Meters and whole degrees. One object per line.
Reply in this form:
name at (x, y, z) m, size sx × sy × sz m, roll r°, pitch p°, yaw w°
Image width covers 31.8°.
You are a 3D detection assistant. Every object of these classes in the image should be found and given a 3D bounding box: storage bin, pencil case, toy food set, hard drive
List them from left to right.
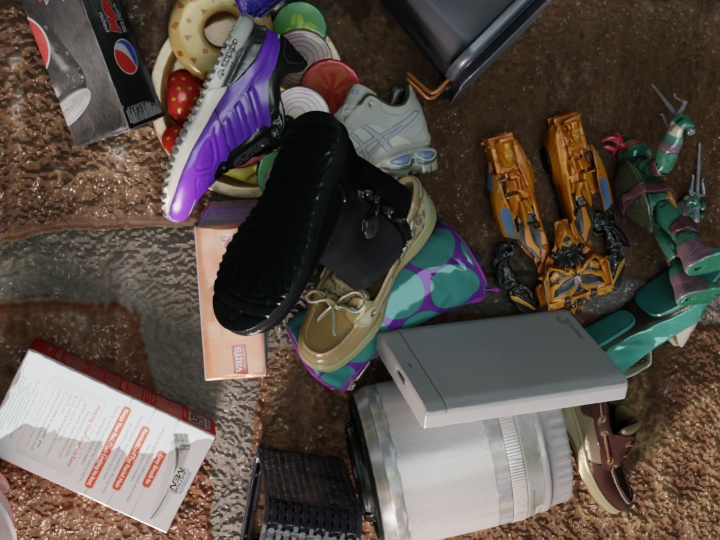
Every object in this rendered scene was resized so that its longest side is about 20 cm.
toy food set at (-0.102, -0.168, 1.213) m, size 0.197 × 0.049 × 0.201 m, roll 18°, pitch 96°, yaw -10°
storage bin at (-0.062, 0.263, 1.209) m, size 0.093 × 0.200 × 0.136 m, roll 10°, pitch 98°, yaw -7°
pencil case at (0.030, 0.036, 1.244) m, size 0.199 × 0.085 × 0.093 m, roll -34°, pitch 87°, yaw 0°
storage bin at (0.079, -0.243, 1.159) m, size 0.146 × 0.200 × 0.134 m, roll -45°, pitch 90°, yaw 2°
hard drive at (0.130, 0.088, 1.180) m, size 0.199 × 0.132 × 0.027 m, roll -6°, pitch 121°, yaw -18°

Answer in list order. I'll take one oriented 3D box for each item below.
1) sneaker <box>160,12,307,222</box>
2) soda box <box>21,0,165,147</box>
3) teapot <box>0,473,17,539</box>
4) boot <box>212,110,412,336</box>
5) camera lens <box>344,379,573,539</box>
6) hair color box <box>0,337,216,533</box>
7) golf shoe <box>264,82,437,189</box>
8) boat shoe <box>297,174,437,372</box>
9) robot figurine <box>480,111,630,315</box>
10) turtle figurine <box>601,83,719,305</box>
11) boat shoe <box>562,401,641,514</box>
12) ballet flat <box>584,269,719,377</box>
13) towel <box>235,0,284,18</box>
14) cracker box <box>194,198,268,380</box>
sneaker at (-0.110, -0.125, 1.160) m, size 0.099 × 0.070 × 0.201 m, roll 25°, pitch 96°, yaw -13°
soda box at (-0.256, -0.221, 1.167) m, size 0.070 × 0.063 × 0.201 m, roll -13°, pitch 102°, yaw 27°
teapot at (-0.398, 0.237, 1.195) m, size 0.146 × 0.197 × 0.201 m, roll -41°, pitch 137°, yaw -35°
boot at (-0.030, -0.015, 1.073) m, size 0.076 × 0.168 × 0.201 m, roll 14°, pitch 74°, yaw 31°
camera lens at (0.091, 0.176, 1.235) m, size 0.199 × 0.160 × 0.161 m, roll -12°, pitch 100°, yaw -5°
hair color box at (-0.254, 0.161, 1.241) m, size 0.199 × 0.064 × 0.111 m, roll 27°, pitch 94°, yaw -9°
golf shoe at (-0.015, -0.123, 1.186) m, size 0.199 × 0.078 × 0.098 m, roll -20°, pitch 106°, yaw -42°
boat shoe at (0.000, 0.000, 1.184) m, size 0.073 × 0.063 × 0.201 m, roll 25°, pitch 77°, yaw 21°
robot figurine at (0.193, -0.048, 1.263) m, size 0.144 × 0.058 × 0.201 m, roll -18°, pitch 100°, yaw -6°
turtle figurine at (0.303, -0.073, 1.246) m, size 0.100 × 0.150 × 0.201 m, roll -22°, pitch 61°, yaw 13°
boat shoe at (0.249, 0.165, 1.273) m, size 0.072 × 0.072 × 0.201 m, roll -17°, pitch 119°, yaw 17°
ballet flat at (0.294, 0.060, 1.298) m, size 0.199 × 0.067 × 0.071 m, roll -32°, pitch 122°, yaw 0°
towel at (-0.045, -0.321, 1.158) m, size 0.199 × 0.148 × 0.050 m, roll -29°, pitch 139°, yaw 3°
cracker box at (-0.114, 0.011, 1.162) m, size 0.057 × 0.200 × 0.135 m, roll -3°, pitch 100°, yaw -2°
